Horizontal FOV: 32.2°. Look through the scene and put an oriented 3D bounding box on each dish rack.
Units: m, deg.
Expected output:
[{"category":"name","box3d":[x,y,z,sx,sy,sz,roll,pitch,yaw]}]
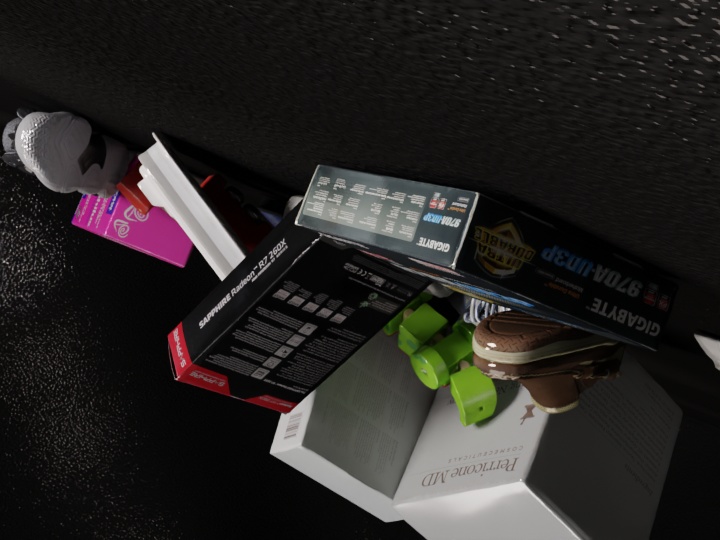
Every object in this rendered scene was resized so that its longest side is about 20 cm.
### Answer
[{"category":"dish rack","box3d":[-0.131,-0.025,1.113,0.200,0.043,0.172,54,179,1]}]

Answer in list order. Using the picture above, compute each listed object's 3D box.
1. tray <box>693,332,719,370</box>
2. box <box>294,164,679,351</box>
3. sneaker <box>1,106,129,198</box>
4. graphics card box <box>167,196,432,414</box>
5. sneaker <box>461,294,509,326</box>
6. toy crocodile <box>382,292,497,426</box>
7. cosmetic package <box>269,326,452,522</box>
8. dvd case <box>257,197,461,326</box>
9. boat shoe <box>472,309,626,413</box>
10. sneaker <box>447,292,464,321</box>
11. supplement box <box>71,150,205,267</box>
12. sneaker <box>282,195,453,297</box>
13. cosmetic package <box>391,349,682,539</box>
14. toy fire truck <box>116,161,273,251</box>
[{"category":"tray","box3d":[0.348,0.094,1.012,0.107,0.022,0.200,20,177,37]},{"category":"box","box3d":[0.073,-0.011,0.776,0.159,0.046,0.200,22,178,-30]},{"category":"sneaker","box3d":[-0.318,-0.123,1.241,0.114,0.076,0.200,19,179,14]},{"category":"graphics card box","box3d":[-0.045,0.027,0.995,0.125,0.200,0.051,23,-146,-39]},{"category":"sneaker","box3d":[0.121,0.034,1.029,0.085,0.077,0.200,25,177,6]},{"category":"toy crocodile","box3d":[0.052,0.054,1.121,0.200,0.067,0.062,46,153,25]},{"category":"cosmetic package","box3d":[0.009,0.113,1.174,0.151,0.200,0.052,35,144,-27]},{"category":"dvd case","box3d":[-0.004,-0.011,1.268,0.200,0.018,0.143,19,158,47]},{"category":"boat shoe","box3d":[0.141,0.065,0.874,0.075,0.075,0.202,8,-171,34]},{"category":"sneaker","box3d":[0.128,0.057,1.266,0.200,0.088,0.074,20,177,17]},{"category":"supplement box","box3d":[-0.251,-0.075,1.430,0.103,0.101,0.200,23,176,-25]},{"category":"sneaker","box3d":[0.000,0.000,1.086,0.200,0.085,0.074,20,170,41]},{"category":"cosmetic package","box3d":[0.167,0.172,1.150,0.167,0.200,0.166,-21,123,45]},{"category":"toy fire truck","box3d":[-0.149,-0.041,1.272,0.200,0.049,0.141,46,158,-15]}]
